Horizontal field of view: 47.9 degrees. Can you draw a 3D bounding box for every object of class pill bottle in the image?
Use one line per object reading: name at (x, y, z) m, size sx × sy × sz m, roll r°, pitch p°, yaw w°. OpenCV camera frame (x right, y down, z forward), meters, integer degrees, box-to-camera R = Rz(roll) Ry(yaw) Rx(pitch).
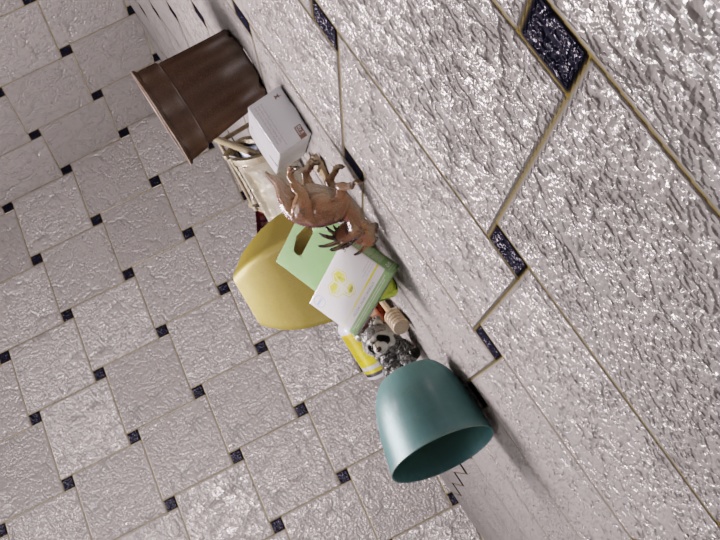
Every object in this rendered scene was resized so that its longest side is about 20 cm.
pill bottle at (0.014, 0.155, 1.962) m, size 0.202 × 0.111 × 0.112 m, roll 58°, pitch 173°, yaw -10°

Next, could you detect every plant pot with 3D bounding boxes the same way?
plant pot at (-0.128, 0.000, 1.560) m, size 0.197 × 0.198 × 0.195 m, roll 61°, pitch -166°, yaw -21°
plant pot at (0.117, 0.260, 1.460) m, size 0.201 × 0.198 × 0.162 m, roll 69°, pitch 177°, yaw -60°
plant pot at (-0.298, -0.341, 1.547) m, size 0.201 × 0.197 × 0.200 m, roll 54°, pitch 172°, yaw 12°

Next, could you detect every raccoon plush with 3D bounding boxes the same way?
raccoon plush at (0.045, 0.156, 1.733) m, size 0.134 × 0.097 × 0.200 m, roll 46°, pitch 174°, yaw -7°

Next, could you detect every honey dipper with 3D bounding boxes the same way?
honey dipper at (0.042, 0.065, 1.686) m, size 0.200 × 0.038 × 0.038 m, roll 50°, pitch 171°, yaw 52°

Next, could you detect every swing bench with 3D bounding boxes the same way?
swing bench at (-0.196, -0.203, 1.740) m, size 0.200 × 0.129 × 0.200 m, roll 48°, pitch 168°, yaw 51°

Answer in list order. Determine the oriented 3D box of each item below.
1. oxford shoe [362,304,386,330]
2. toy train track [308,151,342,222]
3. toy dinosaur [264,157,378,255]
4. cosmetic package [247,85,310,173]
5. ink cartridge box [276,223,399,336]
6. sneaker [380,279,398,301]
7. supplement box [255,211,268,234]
oxford shoe at (0.025, 0.111, 1.778) m, size 0.072 × 0.073 × 0.200 m, roll 50°, pitch -176°, yaw 21°
toy train track at (-0.066, -0.145, 1.510) m, size 0.115 × 0.032 × 0.201 m, roll 53°, pitch 173°, yaw 29°
toy dinosaur at (-0.064, -0.095, 1.268) m, size 0.086 × 0.197 × 0.138 m, roll -73°, pitch -5°, yaw -68°
cosmetic package at (-0.148, -0.247, 1.456) m, size 0.102 × 0.074 × 0.200 m, roll 56°, pitch 174°, yaw -1°
ink cartridge box at (-0.049, -0.004, 1.386) m, size 0.199 × 0.147 × 0.048 m, roll 35°, pitch -150°, yaw 7°
sneaker at (0.000, 0.000, 1.483) m, size 0.075 × 0.083 × 0.200 m, roll 61°, pitch 176°, yaw -29°
supplement box at (-0.185, -0.121, 1.862) m, size 0.201 × 0.107 × 0.062 m, roll -103°, pitch 0°, yaw -53°
